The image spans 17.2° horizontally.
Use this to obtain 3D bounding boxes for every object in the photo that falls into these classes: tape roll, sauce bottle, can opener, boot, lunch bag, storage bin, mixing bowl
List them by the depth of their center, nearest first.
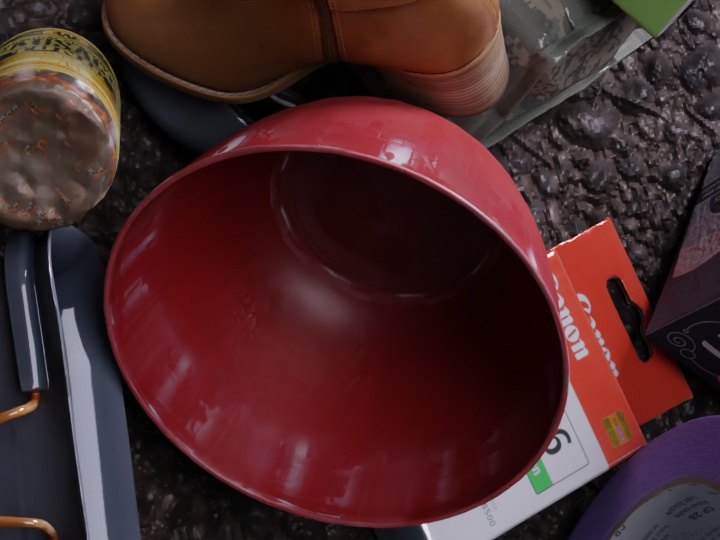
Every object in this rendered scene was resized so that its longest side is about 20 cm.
[{"bbox_3d":[-0.167,0.091,0.961,0.134,0.146,0.201,-10,83,3],"label":"storage bin"},{"bbox_3d":[-0.132,-0.067,0.990,0.066,0.200,0.066,-2,105,-7],"label":"sauce bottle"},{"bbox_3d":[-0.039,-0.128,0.996,0.199,0.155,0.077,18,73,23],"label":"boot"},{"bbox_3d":[0.000,0.000,1.019,0.200,0.200,0.109,40,38,-15],"label":"mixing bowl"},{"bbox_3d":[0.154,0.170,1.085,0.065,0.200,0.201,28,69,-20],"label":"tape roll"},{"bbox_3d":[-0.021,-0.051,1.117,0.200,0.053,0.067,40,98,-4],"label":"can opener"},{"bbox_3d":[0.067,-0.162,1.140,0.164,0.118,0.200,50,43,6],"label":"lunch bag"}]

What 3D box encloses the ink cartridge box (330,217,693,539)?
[{"bbox_3d":[0.081,0.054,1.156,0.200,0.050,0.109,-27,92,-28],"label":"ink cartridge box"}]

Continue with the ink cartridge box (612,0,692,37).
[{"bbox_3d":[0.109,-0.225,1.071,0.200,0.084,0.146,42,46,1],"label":"ink cartridge box"}]

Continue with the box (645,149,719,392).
[{"bbox_3d":[0.256,-0.018,1.168,0.115,0.200,0.132,36,56,-17],"label":"box"}]
